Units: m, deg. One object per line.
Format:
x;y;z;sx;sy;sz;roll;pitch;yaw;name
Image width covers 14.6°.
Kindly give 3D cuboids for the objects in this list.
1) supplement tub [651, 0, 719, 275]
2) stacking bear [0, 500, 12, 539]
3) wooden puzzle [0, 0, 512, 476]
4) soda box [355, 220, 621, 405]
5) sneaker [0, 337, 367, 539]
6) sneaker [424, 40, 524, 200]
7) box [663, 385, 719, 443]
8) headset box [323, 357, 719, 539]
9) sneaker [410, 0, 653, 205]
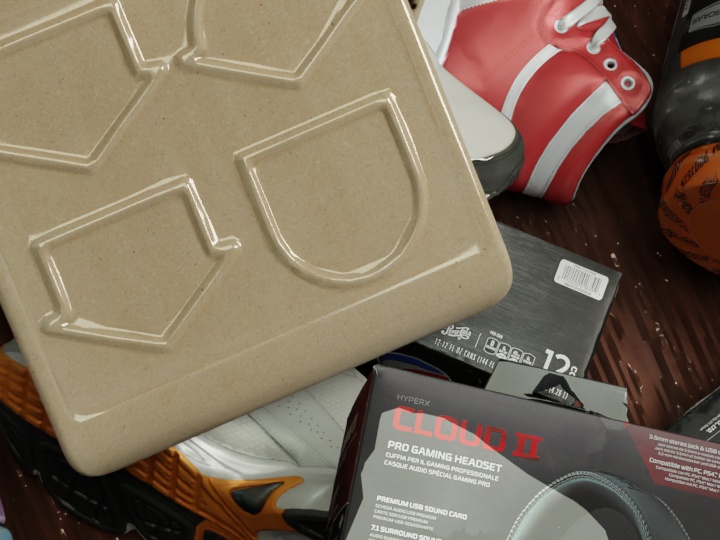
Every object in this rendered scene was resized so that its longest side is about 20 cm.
0.193;-0.099;1.175;0.122;0.123;0.201;18;66;-3;supplement tub
-0.177;0.153;1.048;0.121;0.114;0.201;-2;81;-35;stacking bear
-0.060;-0.046;1.059;0.185;0.046;0.201;-23;102;-7;wooden puzzle
0.000;0.000;1.145;0.199;0.071;0.064;23;71;-1;soda box
-0.049;0.065;1.126;0.199;0.076;0.092;23;48;3;sneaker
-0.018;-0.096;1.107;0.200;0.080;0.074;31;31;-3;sneaker
0.208;0.127;1.148;0.200;0.050;0.199;-36;81;-19;box
0.056;0.133;1.008;0.148;0.077;0.201;14;72;-4;headset box
0.085;-0.126;1.191;0.112;0.071;0.201;20;86;0;sneaker
